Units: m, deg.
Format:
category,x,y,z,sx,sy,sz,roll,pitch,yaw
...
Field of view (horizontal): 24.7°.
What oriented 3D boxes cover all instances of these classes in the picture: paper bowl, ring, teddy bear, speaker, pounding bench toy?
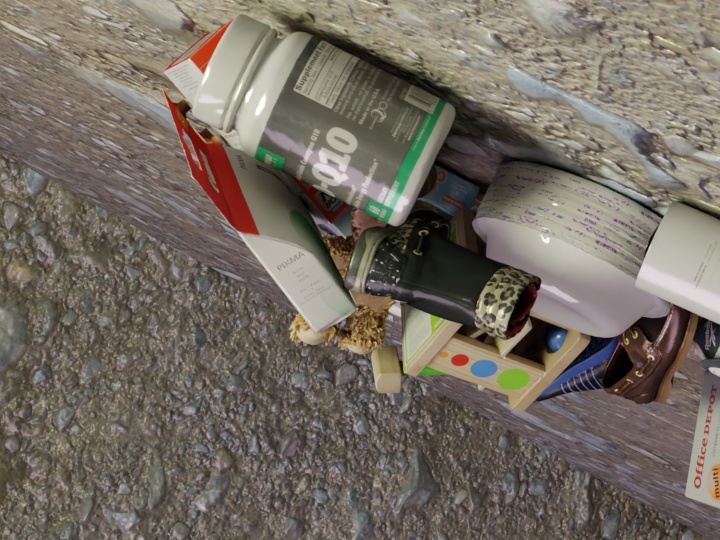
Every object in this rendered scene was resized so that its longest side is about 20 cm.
category,x,y,z,sx,sy,sz,roll,pitch,yaw
paper bowl,0.196,-0.011,1.515,0.200,0.105,0.201,27,172,4
ring,-0.125,-0.098,1.649,0.201,0.019,0.200,49,179,1
teddy bear,0.000,0.000,1.606,0.144,0.201,0.067,1,-145,-4
speaker,0.329,0.016,1.348,0.199,0.081,0.081,24,172,12
pounding bench toy,0.121,0.067,1.672,0.156,0.125,0.200,21,131,-22

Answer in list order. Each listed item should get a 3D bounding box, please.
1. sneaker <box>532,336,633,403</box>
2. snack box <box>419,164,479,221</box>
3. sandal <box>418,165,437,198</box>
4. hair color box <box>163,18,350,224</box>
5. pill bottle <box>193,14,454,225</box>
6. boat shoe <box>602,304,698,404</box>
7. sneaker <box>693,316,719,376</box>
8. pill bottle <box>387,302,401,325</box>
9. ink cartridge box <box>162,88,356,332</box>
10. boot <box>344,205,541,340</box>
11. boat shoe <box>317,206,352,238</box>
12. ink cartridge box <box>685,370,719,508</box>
category,x,y,z,sx,sy,sz,roll,pitch,yaw
sneaker,0.243,0.106,1.781,0.078,0.070,0.200,24,149,-23
snack box,0.018,-0.108,1.689,0.199,0.037,0.116,27,173,-4
sandal,0.007,-0.125,1.551,0.200,0.055,0.082,22,153,48
hair color box,-0.087,-0.135,1.545,0.200,0.064,0.111,51,166,-13
pill bottle,-0.031,-0.129,1.382,0.199,0.113,0.113,26,172,1
boat shoe,0.286,0.070,1.626,0.070,0.071,0.200,9,142,1
sneaker,0.363,0.067,1.558,0.129,0.080,0.199,12,176,28
pill bottle,0.117,0.038,2.040,0.199,0.113,0.113,25,172,10
ink cartridge box,-0.087,-0.061,1.414,0.200,0.050,0.161,56,-175,-36
boot,0.086,0.004,1.450,0.153,0.074,0.203,19,-165,16
boat shoe,-0.025,-0.073,1.699,0.200,0.071,0.091,32,179,-9
ink cartridge box,0.461,0.193,1.711,0.144,0.146,0.200,10,180,-28
